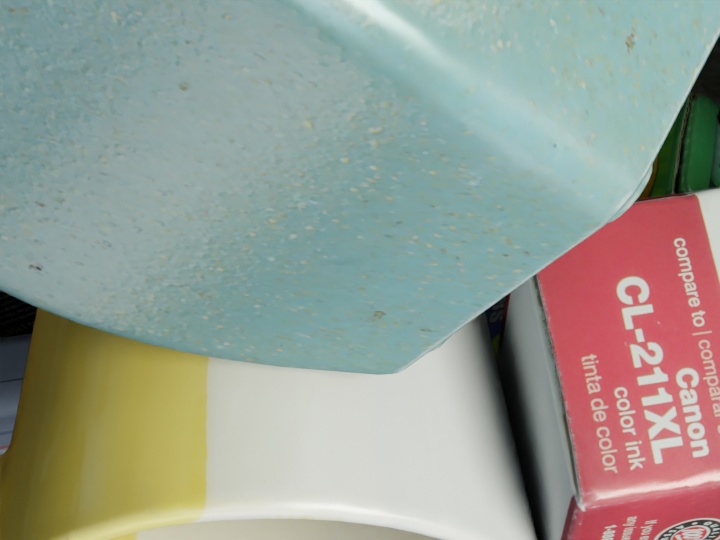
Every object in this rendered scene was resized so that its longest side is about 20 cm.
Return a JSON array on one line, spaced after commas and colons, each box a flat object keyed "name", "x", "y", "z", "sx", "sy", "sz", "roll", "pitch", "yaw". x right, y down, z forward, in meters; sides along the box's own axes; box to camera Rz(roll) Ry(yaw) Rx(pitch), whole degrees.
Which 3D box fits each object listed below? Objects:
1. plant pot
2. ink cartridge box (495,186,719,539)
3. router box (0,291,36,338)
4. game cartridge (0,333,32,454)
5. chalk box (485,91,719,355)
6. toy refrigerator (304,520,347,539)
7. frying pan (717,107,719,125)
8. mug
[{"name": "plant pot", "x": -0.018, "y": -0.091, "z": 0.634, "sx": 0.200, "sy": 0.196, "sz": 0.196, "roll": 38, "pitch": 145, "yaw": -10}, {"name": "ink cartridge box", "x": 0.141, "y": 0.036, "z": 0.733, "sx": 0.199, "sy": 0.083, "sz": 0.146, "roll": -8, "pitch": 155, "yaw": -5}, {"name": "router box", "x": -0.167, "y": -0.019, "z": 1.006, "sx": 0.199, "sy": 0.051, "sz": 0.149, "roll": -18, "pitch": 140, "yaw": 40}, {"name": "game cartridge", "x": -0.117, "y": 0.054, "z": 1.051, "sx": 0.132, "sy": 0.041, "sz": 0.200, "roll": -13, "pitch": 172, "yaw": -17}, {"name": "chalk box", "x": 0.106, "y": 0.031, "z": 0.921, "sx": 0.125, "sy": 0.125, "sz": 0.199, "roll": 34, "pitch": 143, "yaw": -32}, {"name": "toy refrigerator", "x": 0.085, "y": 0.086, "z": 0.826, "sx": 0.199, "sy": 0.076, "sz": 0.070, "roll": 11, "pitch": 149, "yaw": 5}, {"name": "frying pan", "x": 0.178, "y": -0.089, "z": 0.722, "sx": 0.115, "sy": 0.031, "sz": 0.191, "roll": 29, "pitch": 134, "yaw": 12}, {"name": "mug", "x": -0.041, "y": 0.023, "z": 0.732, "sx": 0.186, "sy": 0.154, "sz": 0.149, "roll": 21, "pitch": 143, "yaw": -35}]
